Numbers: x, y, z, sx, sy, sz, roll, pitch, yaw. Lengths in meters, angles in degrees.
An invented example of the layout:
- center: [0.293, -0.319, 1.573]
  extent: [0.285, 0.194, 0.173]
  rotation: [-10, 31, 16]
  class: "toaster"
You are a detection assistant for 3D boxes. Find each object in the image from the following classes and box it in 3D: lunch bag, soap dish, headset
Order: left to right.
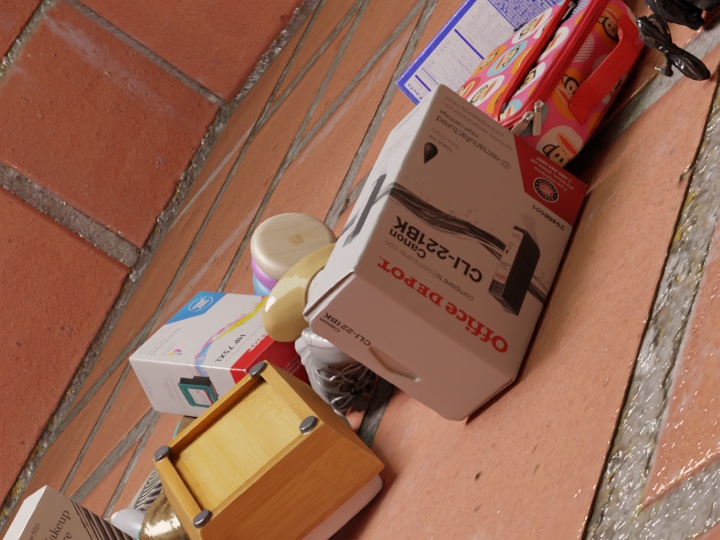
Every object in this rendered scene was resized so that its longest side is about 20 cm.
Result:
- center: [-0.081, 0.162, 1.563]
  extent: [0.157, 0.081, 0.200]
  rotation: [-40, 24, -5]
  class: "soap dish"
- center: [0.149, -0.140, 1.563]
  extent: [0.176, 0.082, 0.200]
  rotation: [-26, 23, 48]
  class: "lunch bag"
- center: [0.258, -0.215, 1.422]
  extent: [0.200, 0.094, 0.124]
  rotation: [-46, -3, -40]
  class: "headset"

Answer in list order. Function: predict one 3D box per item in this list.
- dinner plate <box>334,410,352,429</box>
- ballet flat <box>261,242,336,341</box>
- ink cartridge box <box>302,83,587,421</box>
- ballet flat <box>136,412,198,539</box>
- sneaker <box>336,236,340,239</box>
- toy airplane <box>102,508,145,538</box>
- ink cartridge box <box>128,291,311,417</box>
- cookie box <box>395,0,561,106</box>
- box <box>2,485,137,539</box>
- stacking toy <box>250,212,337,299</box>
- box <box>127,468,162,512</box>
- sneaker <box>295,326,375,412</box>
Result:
- center: [-0.079, 0.200, 1.658]
  extent: [0.200, 0.024, 0.201]
  rotation: [-41, 26, 24]
  class: "dinner plate"
- center: [0.000, 0.000, 1.756]
  extent: [0.199, 0.069, 0.063]
  rotation: [-34, 19, -18]
  class: "ballet flat"
- center: [0.065, -0.013, 1.428]
  extent: [0.084, 0.144, 0.201]
  rotation: [-43, 17, 51]
  class: "ink cartridge box"
- center: [-0.146, 0.189, 1.791]
  extent: [0.072, 0.068, 0.200]
  rotation: [-25, 25, 31]
  class: "ballet flat"
- center: [-0.007, 0.015, 1.927]
  extent: [0.200, 0.075, 0.089]
  rotation: [175, 110, -79]
  class: "sneaker"
- center: [-0.245, 0.323, 1.848]
  extent: [0.199, 0.141, 0.200]
  rotation: [-49, 13, 33]
  class: "toy airplane"
- center: [-0.103, 0.082, 1.816]
  extent: [0.199, 0.068, 0.116]
  rotation: [3, 36, 41]
  class: "ink cartridge box"
- center: [0.148, -0.231, 1.754]
  extent: [0.200, 0.075, 0.171]
  rotation: [-47, -6, 40]
  class: "cookie box"
- center: [-0.218, 0.275, 1.698]
  extent: [0.068, 0.199, 0.083]
  rotation: [-34, 27, 59]
  class: "box"
- center: [-0.070, 0.041, 1.908]
  extent: [0.201, 0.085, 0.086]
  rotation: [97, -168, -45]
  class: "stacking toy"
- center: [-0.161, 0.197, 1.997]
  extent: [0.201, 0.068, 0.082]
  rotation: [-56, 11, 8]
  class: "box"
- center: [-0.006, 0.079, 1.669]
  extent: [0.074, 0.083, 0.200]
  rotation: [-21, -5, -7]
  class: "sneaker"
